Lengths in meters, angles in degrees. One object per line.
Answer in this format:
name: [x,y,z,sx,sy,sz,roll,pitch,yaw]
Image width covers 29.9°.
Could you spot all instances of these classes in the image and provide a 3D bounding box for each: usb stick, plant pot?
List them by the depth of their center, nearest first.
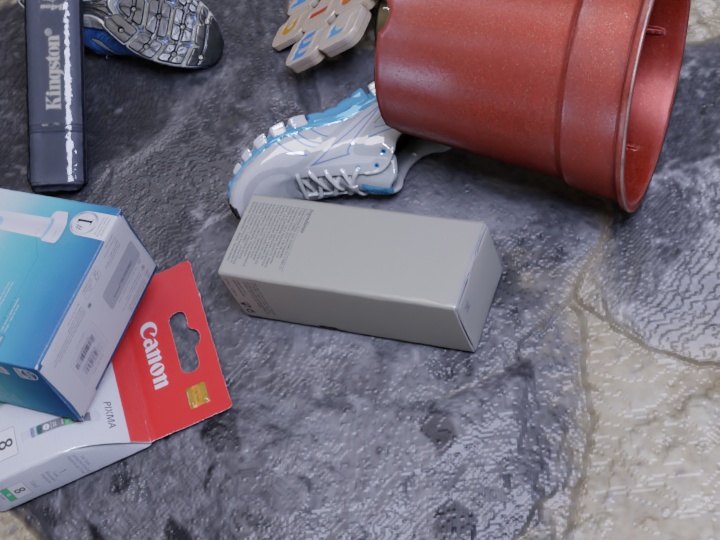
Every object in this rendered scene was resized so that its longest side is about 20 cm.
plant pot: [0.125,-0.160,0.998,0.195,0.201,0.201,13,62,19]
usb stick: [-0.272,-0.168,1.204,0.055,0.033,0.201,-2,88,8]

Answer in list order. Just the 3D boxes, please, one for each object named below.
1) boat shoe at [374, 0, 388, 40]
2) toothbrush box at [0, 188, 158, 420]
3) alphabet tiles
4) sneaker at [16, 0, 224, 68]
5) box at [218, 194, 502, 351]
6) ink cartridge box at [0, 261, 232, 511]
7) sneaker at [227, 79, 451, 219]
boat shoe: [0.069,-0.274,1.200,0.066,0.072,0.201,20,59,4]
toothbrush box: [-0.284,0.018,1.050,0.200,0.085,0.147,10,60,21]
alphabet tiles: [-0.001,-0.263,1.188,0.195,0.015,0.200,-15,45,50]
sneaker: [-0.218,-0.238,1.263,0.200,0.089,0.079,21,86,8]
box: [0.000,0.000,1.029,0.200,0.068,0.082,10,61,24]
ink cartridge box: [-0.217,0.078,1.066,0.200,0.050,0.161,-25,52,4]
sneaker: [-0.012,-0.088,1.095,0.200,0.075,0.087,-30,58,-2]
